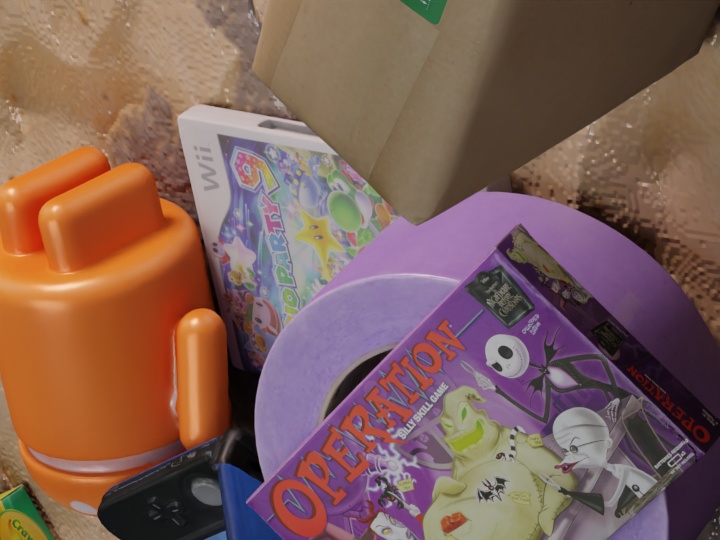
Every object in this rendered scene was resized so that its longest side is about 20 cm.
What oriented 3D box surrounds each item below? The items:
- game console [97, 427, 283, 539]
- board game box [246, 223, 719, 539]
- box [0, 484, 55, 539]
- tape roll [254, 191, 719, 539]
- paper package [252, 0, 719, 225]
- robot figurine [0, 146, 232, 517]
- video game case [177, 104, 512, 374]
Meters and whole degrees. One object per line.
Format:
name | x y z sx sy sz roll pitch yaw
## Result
game console | -0.023 0.181 1.327 0.200 0.119 0.171 40 137 -23
board game box | 0.048 0.083 1.164 0.120 0.032 0.200 47 130 5
box | -0.208 0.212 1.662 0.117 0.048 0.200 -24 100 51
tape roll | 0.059 0.072 1.222 0.200 0.085 0.200 15 124 24
paper package | 0.068 -0.145 1.014 0.103 0.190 0.200 40 137 20
robot figurine | -0.127 0.041 1.404 0.143 0.117 0.200 -3 118 13
video game case | 0.000 0.000 1.322 0.200 0.018 0.144 13 124 41
